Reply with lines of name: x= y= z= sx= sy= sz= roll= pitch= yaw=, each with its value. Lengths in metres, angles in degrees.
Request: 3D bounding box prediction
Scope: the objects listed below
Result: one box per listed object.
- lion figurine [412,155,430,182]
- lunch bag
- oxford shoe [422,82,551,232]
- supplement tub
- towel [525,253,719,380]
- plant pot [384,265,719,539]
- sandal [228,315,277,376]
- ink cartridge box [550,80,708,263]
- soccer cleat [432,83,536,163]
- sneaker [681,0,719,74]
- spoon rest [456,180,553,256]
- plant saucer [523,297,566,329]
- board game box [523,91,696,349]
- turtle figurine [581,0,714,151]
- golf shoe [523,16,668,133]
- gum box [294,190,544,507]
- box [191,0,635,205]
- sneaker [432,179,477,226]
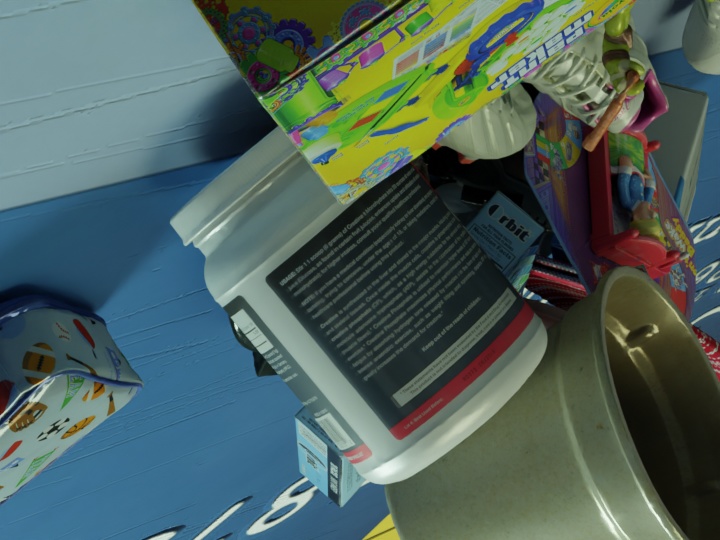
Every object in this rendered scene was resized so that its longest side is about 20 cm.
lion figurine: x=0.000 y=0.000 z=1.318 sx=0.123 sy=0.072 sz=0.201 roll=-62 pitch=164 yaw=-79
lunch bag: x=-0.239 y=0.101 z=1.260 sx=0.200 sy=0.076 sz=0.160 roll=-37 pitch=166 yaw=8
oxford shoe: x=0.081 y=-0.095 z=1.353 sx=0.200 sy=0.072 sz=0.085 roll=33 pitch=75 yaw=-60
supplement tub: x=-0.001 y=0.009 z=1.177 sx=0.140 sy=0.200 sz=0.140 roll=-39 pitch=-177 yaw=3
towel: x=0.189 y=0.033 z=1.493 sx=0.200 sy=0.144 sz=0.023 roll=30 pitch=81 yaw=-48
plant pot: x=0.122 y=0.124 z=1.281 sx=0.183 sy=0.201 sz=0.200 roll=-24 pitch=169 yaw=25
sandal: x=-0.070 y=0.027 z=1.391 sx=0.048 sy=0.076 sz=0.201 roll=-3 pitch=158 yaw=-9
ink cartridge box: x=0.207 y=-0.048 z=1.562 sx=0.200 sy=0.083 sz=0.146 roll=63 pitch=43 yaw=-74
soccer cleat: x=0.053 y=-0.113 z=1.176 sx=0.078 sy=0.070 sz=0.200 roll=-38 pitch=150 yaw=28
sneaker: x=0.264 y=-0.206 z=1.390 sx=0.080 sy=0.077 sz=0.200 roll=-5 pitch=150 yaw=-27
spoon rest: x=0.135 y=-0.060 z=1.521 sx=0.200 sy=0.060 sz=0.100 roll=13 pitch=98 yaw=-66
plant saucer: x=0.149 y=0.061 z=1.537 sx=0.200 sy=0.199 sz=0.050 roll=43 pitch=68 yaw=-74
board game box: x=0.187 y=-0.045 z=1.371 sx=0.039 sy=0.201 sz=0.158 roll=-20 pitch=-165 yaw=37
turtle figurine: x=0.178 y=-0.182 z=1.247 sx=0.161 sy=0.064 sz=0.201 roll=-25 pitch=130 yaw=-47
golf shoe: x=0.141 y=-0.134 z=1.292 sx=0.075 sy=0.092 sz=0.200 roll=-40 pitch=161 yaw=25
gum box: x=0.037 y=0.056 z=1.361 sx=0.200 sy=0.045 sz=0.170 roll=-47 pitch=169 yaw=-13
box: x=0.024 y=-0.154 z=0.949 sx=0.200 sy=0.122 sz=0.193 roll=-35 pitch=164 yaw=1
sneaker: x=0.036 y=-0.013 z=1.458 sx=0.200 sy=0.080 sz=0.074 roll=-14 pitch=156 yaw=-48
